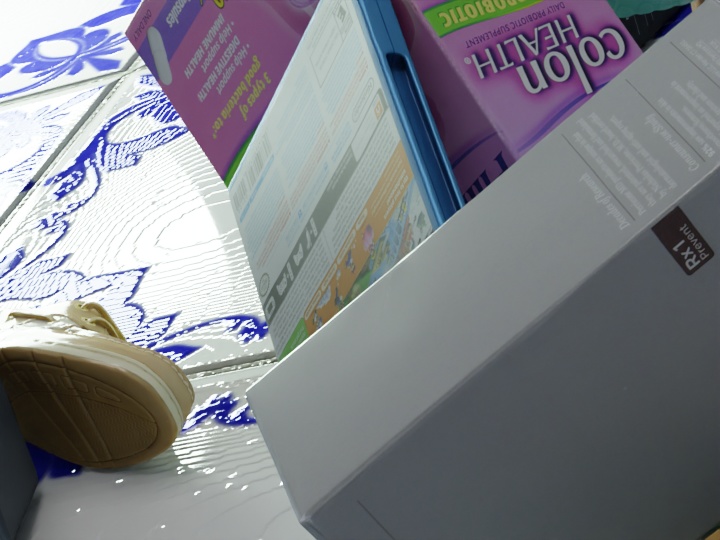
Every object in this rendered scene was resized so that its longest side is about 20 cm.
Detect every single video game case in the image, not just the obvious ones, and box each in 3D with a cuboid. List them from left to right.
[{"bbox_3d":[0.000,0.000,0.856,0.018,0.144,0.201,2,51,-27],"label":"video game case"}]

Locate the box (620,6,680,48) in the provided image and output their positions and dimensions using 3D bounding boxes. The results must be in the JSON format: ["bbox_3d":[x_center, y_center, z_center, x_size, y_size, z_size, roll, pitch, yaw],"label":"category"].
[{"bbox_3d":[0.114,-0.192,1.318,0.147,0.105,0.200,-2,29,39],"label":"box"}]

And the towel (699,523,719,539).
[{"bbox_3d":[0.055,0.129,0.700,0.200,0.023,0.152,-48,32,-18],"label":"towel"}]

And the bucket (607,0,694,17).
[{"bbox_3d":[0.113,-0.210,1.019,0.205,0.136,0.208,-11,25,5],"label":"bucket"}]

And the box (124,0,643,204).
[{"bbox_3d":[0.011,-0.087,0.959,0.096,0.201,0.176,-26,-14,-37],"label":"box"}]

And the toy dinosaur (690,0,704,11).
[{"bbox_3d":[0.199,-0.159,1.129,0.085,0.137,0.200,-12,25,20],"label":"toy dinosaur"}]

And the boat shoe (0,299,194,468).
[{"bbox_3d":[-0.144,0.045,1.059,0.199,0.074,0.069,2,37,44],"label":"boat shoe"}]

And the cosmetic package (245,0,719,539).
[{"bbox_3d":[0.074,0.026,0.682,0.200,0.107,0.090,-43,29,4],"label":"cosmetic package"}]

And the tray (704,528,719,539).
[{"bbox_3d":[0.168,0.091,0.652,0.199,0.099,0.037,-31,25,-22],"label":"tray"}]

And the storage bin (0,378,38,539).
[{"bbox_3d":[-0.243,0.095,0.974,0.198,0.147,0.134,-17,13,10],"label":"storage bin"}]
